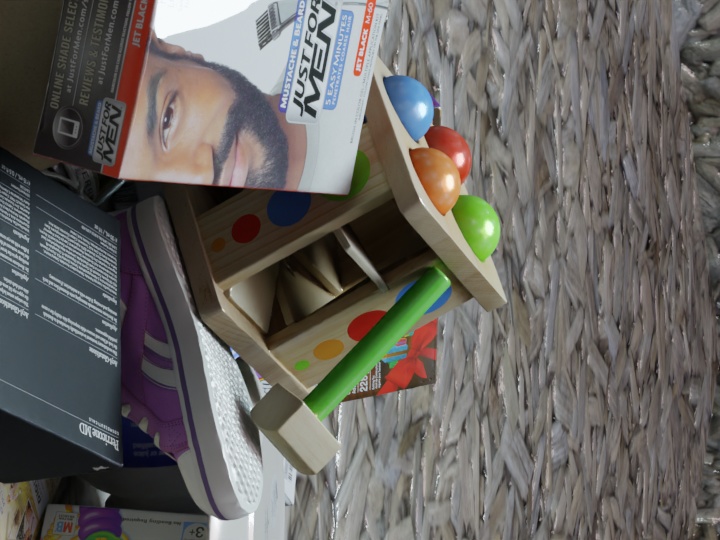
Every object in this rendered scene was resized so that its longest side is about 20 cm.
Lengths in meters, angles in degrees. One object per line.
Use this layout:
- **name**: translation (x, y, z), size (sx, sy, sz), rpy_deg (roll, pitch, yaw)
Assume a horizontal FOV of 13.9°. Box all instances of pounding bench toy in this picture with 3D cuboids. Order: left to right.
- **pounding bench toy**: translation (0.000, 0.000, 1.647), size (0.124, 0.156, 0.200), rpy_deg (47, 19, -51)

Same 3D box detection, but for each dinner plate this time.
- **dinner plate**: translation (-0.063, 0.150, 1.712), size (0.200, 0.024, 0.201), rpy_deg (1, 90, -85)

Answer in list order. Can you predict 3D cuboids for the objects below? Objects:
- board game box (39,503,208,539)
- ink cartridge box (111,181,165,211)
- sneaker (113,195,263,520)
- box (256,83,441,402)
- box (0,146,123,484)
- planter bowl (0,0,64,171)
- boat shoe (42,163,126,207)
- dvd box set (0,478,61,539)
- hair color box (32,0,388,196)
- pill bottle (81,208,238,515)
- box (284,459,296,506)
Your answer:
- **board game box**: translation (-0.127, 0.230, 1.728), size (0.200, 0.105, 0.103), rpy_deg (82, 14, -58)
- **ink cartridge box**: translation (-0.084, -0.086, 1.866), size (0.084, 0.145, 0.200), rpy_deg (-72, 157, -54)
- **sneaker**: translation (-0.126, 0.067, 1.622), size (0.073, 0.114, 0.201), rpy_deg (52, 14, -55)
- **box**: translation (-0.020, -0.009, 1.829), size (0.039, 0.137, 0.200), rpy_deg (-127, -149, -54)
- **box**: translation (-0.199, 0.017, 1.503), size (0.200, 0.079, 0.142), rpy_deg (36, 46, -61)
- **planter bowl**: translation (-0.174, -0.142, 1.563), size (0.200, 0.134, 0.201), rpy_deg (-1, 90, -75)
- **boat shoe**: translation (-0.158, -0.070, 1.714), size (0.202, 0.065, 0.075), rpy_deg (-50, 139, -48)
- **dvd box set**: translation (-0.213, 0.115, 1.605), size (0.200, 0.029, 0.147), rpy_deg (-72, 157, -51)
- **hair color box**: translation (-0.073, -0.101, 1.521), size (0.200, 0.064, 0.111), rpy_deg (1, 103, -54)
- **pill bottle**: translation (-0.123, 0.070, 1.787), size (0.112, 0.112, 0.201), rpy_deg (-49, 136, -68)
- **box**: translation (-0.085, 0.066, 2.060), size (0.200, 0.041, 0.156), rpy_deg (51, 41, -68)
